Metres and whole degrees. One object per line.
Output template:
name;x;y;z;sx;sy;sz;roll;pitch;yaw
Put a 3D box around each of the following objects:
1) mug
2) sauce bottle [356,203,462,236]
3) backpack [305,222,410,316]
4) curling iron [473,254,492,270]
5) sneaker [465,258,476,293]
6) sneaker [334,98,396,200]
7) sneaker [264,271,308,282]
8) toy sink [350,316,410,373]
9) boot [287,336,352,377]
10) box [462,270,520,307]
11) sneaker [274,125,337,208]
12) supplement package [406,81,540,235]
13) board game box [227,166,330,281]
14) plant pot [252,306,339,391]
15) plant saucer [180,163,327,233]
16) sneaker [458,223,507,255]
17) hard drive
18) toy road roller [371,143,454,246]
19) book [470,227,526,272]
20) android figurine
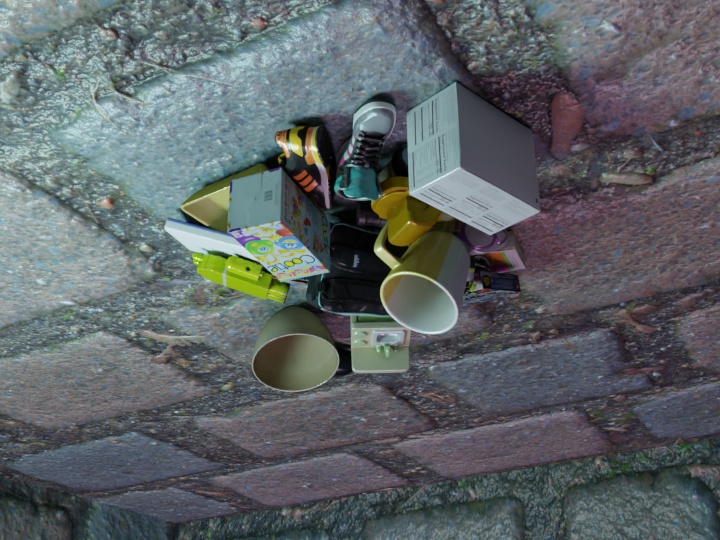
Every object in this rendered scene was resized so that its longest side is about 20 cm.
mug;0.125;-0.005;1.633;0.147;0.154;0.188;3;134;29
sauce bottle;0.091;-0.098;1.696;0.196;0.067;0.066;2;153;-8
backpack;0.000;0.000;1.748;0.197;0.179;0.153;7;-179;-17
curling iron;0.227;0.010;1.864;0.049;0.026;0.200;14;161;-2
sneaker;0.146;0.021;1.783;0.071;0.084;0.199;1;176;-38
sneaker;0.007;-0.177;1.471;0.082;0.123;0.200;6;152;-16
sneaker;-0.136;-0.006;1.837;0.197;0.071;0.090;14;166;-17
toy sink;0.041;0.104;1.935;0.128;0.203;0.112;-1;154;-1
boot;-0.096;0.200;2.247;0.197;0.078;0.169;8;156;-6
box;0.211;0.046;1.873;0.198;0.041;0.136;-19;163;42
sneaker;-0.092;-0.177;1.537;0.088;0.071;0.201;6;152;10
supplement package;0.181;-0.175;1.450;0.198;0.158;0.110;22;147;-39
board game box;-0.138;-0.074;1.574;0.101;0.106;0.200;-11;151;19
plant pot;-0.152;0.163;2.085;0.197;0.136;0.202;-4;134;-4
plant saucer;-0.191;-0.122;1.647;0.198;0.049;0.199;-17;148;27
sneaker;0.190;-0.064;1.787;0.196;0.076;0.100;-5;176;0
hard drive;-0.257;-0.046;1.716;0.197;0.026;0.132;15;166;18
toy road roller;0.112;-0.114;1.574;0.197;0.148;0.123;12;151;-25
book;0.234;-0.023;1.877;0.197;0.049;0.134;-10;154;17
android figurine;-0.233;0.011;1.760;0.197;0.042;0.182;20;167;-2
